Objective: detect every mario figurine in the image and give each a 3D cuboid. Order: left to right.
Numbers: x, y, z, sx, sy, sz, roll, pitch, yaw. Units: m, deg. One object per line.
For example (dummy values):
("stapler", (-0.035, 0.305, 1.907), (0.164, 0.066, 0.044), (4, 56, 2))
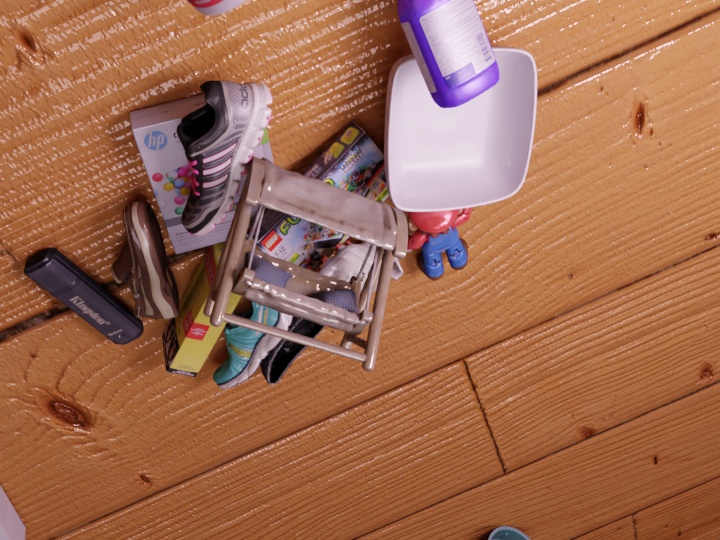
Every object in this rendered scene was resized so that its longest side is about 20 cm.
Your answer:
("mario figurine", (0.107, -0.077, 1.150), (0.124, 0.105, 0.201), (-52, 153, -20))

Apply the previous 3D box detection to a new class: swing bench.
("swing bench", (-0.061, -0.012, 0.941), (0.196, 0.130, 0.204), (17, 88, -16))

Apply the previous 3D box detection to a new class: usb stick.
("usb stick", (-0.371, 0.039, 1.088), (0.055, 0.033, 0.201), (-29, 137, 7))

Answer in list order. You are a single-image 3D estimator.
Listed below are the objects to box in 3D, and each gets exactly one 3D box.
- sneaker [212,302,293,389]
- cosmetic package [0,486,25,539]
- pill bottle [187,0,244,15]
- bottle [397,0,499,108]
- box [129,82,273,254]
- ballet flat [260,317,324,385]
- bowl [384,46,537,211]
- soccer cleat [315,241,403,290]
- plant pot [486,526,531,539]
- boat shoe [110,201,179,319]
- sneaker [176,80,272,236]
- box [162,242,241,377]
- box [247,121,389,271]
("sneaker", (-0.174, 0.101, 1.214), (0.079, 0.078, 0.201), (32, 121, -12))
("cosmetic package", (-0.638, 0.424, 1.334), (0.099, 0.072, 0.202), (-11, 136, -11))
("pill bottle", (-0.170, -0.346, 0.725), (0.119, 0.121, 0.200), (-34, 135, 14))
("bottle", (0.083, -0.284, 0.875), (0.083, 0.065, 0.202), (-32, 110, -15))
("box", (-0.183, -0.123, 0.998), (0.153, 0.042, 0.202), (-15, 135, -8))
("ballet flat", (-0.088, 0.101, 1.242), (0.066, 0.057, 0.201), (18, 124, -35))
("bowl", (0.117, -0.183, 1.007), (0.196, 0.075, 0.204), (-8, 118, -15))
("soccer cleat", (0.000, 0.000, 1.098), (0.069, 0.078, 0.199), (-49, 170, 29))
("plant pot", (0.333, 0.775, 1.987), (0.197, 0.203, 0.197), (13, 135, -31))
("boat shoe", (-0.292, -0.003, 1.050), (0.073, 0.076, 0.205), (-8, 136, -5))
("sneaker", (-0.176, -0.132, 0.911), (0.086, 0.074, 0.202), (13, 122, -30))
("box", (-0.222, 0.057, 1.135), (0.049, 0.076, 0.201), (13, 128, -31))
("box", (-0.045, -0.085, 1.053), (0.200, 0.035, 0.110), (-45, 136, 2))
